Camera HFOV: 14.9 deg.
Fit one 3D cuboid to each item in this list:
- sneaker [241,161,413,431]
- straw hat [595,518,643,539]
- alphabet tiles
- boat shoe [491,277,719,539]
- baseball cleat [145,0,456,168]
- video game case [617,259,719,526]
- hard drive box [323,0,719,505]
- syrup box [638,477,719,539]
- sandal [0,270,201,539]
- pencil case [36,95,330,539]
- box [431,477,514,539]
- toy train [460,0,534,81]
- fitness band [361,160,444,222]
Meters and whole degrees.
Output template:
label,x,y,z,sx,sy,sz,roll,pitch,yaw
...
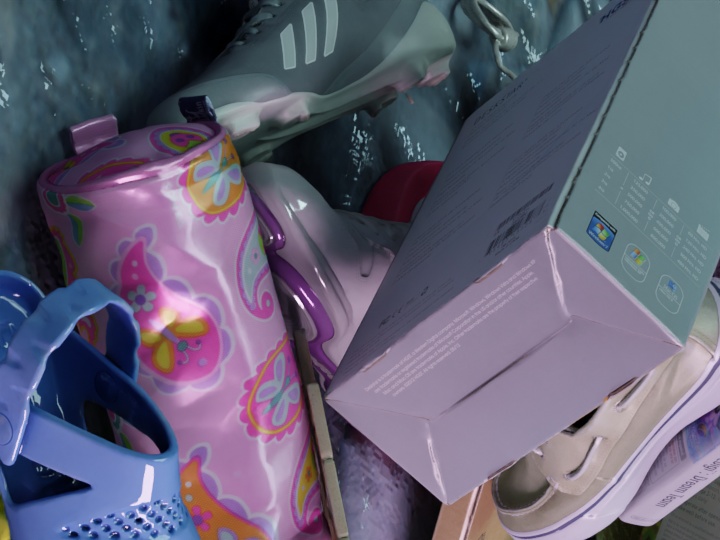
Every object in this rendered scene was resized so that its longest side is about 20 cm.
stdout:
label,x,y,z,sx,sy,sz,roll,pitch,yaw
sneaker,0.000,0.000,1.257,0.100,0.075,0.200,-57,140,-17
straw hat,0.190,0.100,1.564,0.200,0.085,0.203,-9,109,-27
alphabet tiles,-0.006,0.133,1.203,0.167,0.006,0.201,87,-9,-72
boat shoe,0.104,0.060,1.241,0.062,0.200,0.072,9,53,-25
baseball cleat,-0.041,-0.104,1.244,0.200,0.070,0.107,-21,78,-51
video game case,0.163,-0.010,1.253,0.024,0.182,0.201,12,58,-23
hard drive box,0.086,-0.020,1.173,0.077,0.156,0.200,41,44,-13
syrup box,0.194,0.184,1.490,0.078,0.081,0.201,15,95,-37
sandal,-0.098,0.083,1.037,0.079,0.087,0.201,-30,92,-47
pencil case,-0.073,0.035,1.145,0.087,0.087,0.201,-39,119,-54
box,0.087,0.091,1.379,0.163,0.021,0.201,-23,133,-58
toy train,0.120,-0.075,1.502,0.199,0.056,0.151,17,33,-50
fitness band,0.057,0.025,1.411,0.200,0.037,0.145,37,58,-50
